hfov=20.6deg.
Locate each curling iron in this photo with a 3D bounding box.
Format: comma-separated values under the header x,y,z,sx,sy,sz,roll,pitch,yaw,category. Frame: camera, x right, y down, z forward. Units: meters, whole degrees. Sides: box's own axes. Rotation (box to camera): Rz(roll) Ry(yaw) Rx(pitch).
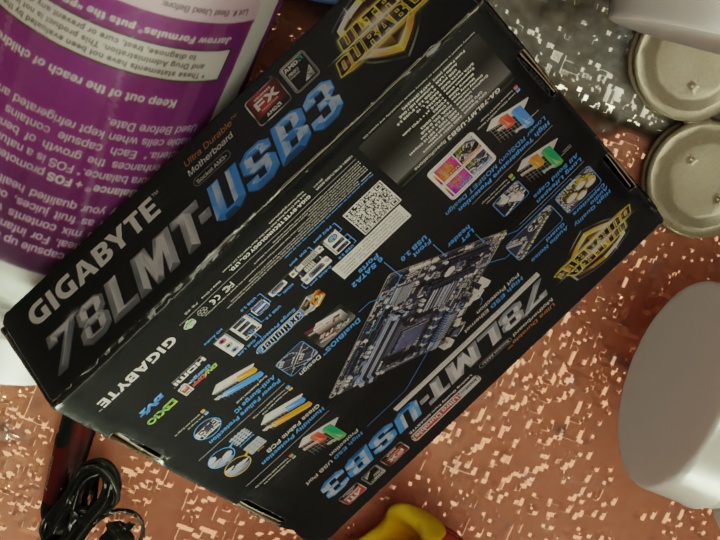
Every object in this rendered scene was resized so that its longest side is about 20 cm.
x,y,z,sx,sy,sz,roll,pitch,yaw,category
-0.093,0.027,0.791,0.049,0.026,0.201,19,101,25,curling iron

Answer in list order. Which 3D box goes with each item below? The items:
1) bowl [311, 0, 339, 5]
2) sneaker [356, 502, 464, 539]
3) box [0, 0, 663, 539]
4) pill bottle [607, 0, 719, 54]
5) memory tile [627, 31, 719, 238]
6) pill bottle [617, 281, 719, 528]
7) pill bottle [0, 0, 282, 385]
x,y,z,sx,sy,sz,roll,pitch,yaw,category
0.002,-0.197,0.705,0.199,0.039,0.202,5,111,12,bowl
-0.041,0.167,0.813,0.200,0.073,0.077,-41,133,-6,sneaker
0.000,0.000,0.732,0.200,0.050,0.198,-43,148,6,box
0.153,-0.178,0.707,0.112,0.112,0.201,13,93,-12,pill bottle
0.177,-0.118,0.798,0.152,0.017,0.201,-11,107,-5,memory tile
0.204,0.073,0.763,0.199,0.111,0.111,20,102,-18,pill bottle
-0.104,-0.060,0.707,0.112,0.112,0.201,19,121,-13,pill bottle
